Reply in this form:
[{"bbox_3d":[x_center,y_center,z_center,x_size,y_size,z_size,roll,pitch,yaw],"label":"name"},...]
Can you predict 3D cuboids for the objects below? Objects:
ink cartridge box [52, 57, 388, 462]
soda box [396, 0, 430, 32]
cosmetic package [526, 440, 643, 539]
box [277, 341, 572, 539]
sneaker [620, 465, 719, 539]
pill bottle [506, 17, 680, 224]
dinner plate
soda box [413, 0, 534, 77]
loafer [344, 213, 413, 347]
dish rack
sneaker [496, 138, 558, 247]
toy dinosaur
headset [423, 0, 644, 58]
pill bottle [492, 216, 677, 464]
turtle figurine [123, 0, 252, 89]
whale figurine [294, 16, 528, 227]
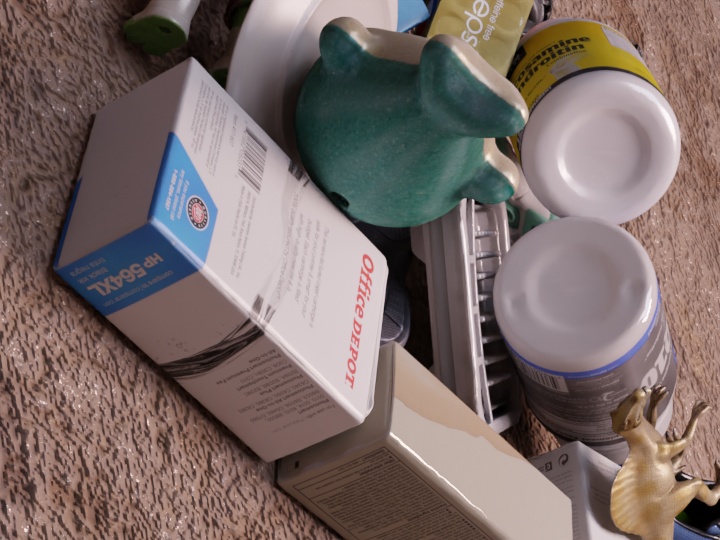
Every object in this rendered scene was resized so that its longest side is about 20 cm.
[{"bbox_3d":[-0.078,-0.003,1.410,0.200,0.084,0.147,46,34,-31],"label":"ink cartridge box"},{"bbox_3d":[-0.033,-0.249,1.662,0.068,0.064,0.201,-30,96,-25],"label":"soda box"},{"bbox_3d":[0.161,0.235,1.622,0.113,0.081,0.201,33,44,-43],"label":"cosmetic package"},{"bbox_3d":[0.045,0.142,1.493,0.200,0.094,0.078,44,35,-35],"label":"box"},{"bbox_3d":[0.258,0.213,1.782,0.200,0.089,0.079,48,35,-27],"label":"sneaker"},{"bbox_3d":[0.158,-0.115,1.668,0.112,0.112,0.200,53,10,-20],"label":"pill bottle"},{"bbox_3d":[-0.023,-0.132,1.531,0.200,0.024,0.201,-43,144,-42],"label":"dinner plate"},{"bbox_3d":[0.085,-0.192,1.702,0.067,0.064,0.201,26,63,-10],"label":"soda box"},{"bbox_3d":[0.000,0.000,1.576,0.071,0.063,0.201,20,40,-12],"label":"loafer"},{"bbox_3d":[0.073,0.026,1.598,0.200,0.043,0.173,-4,89,-77],"label":"dish rack"},{"bbox_3d":[0.108,-0.053,1.772,0.201,0.077,0.140,58,12,8],"label":"sneaker"},{"bbox_3d":[0.208,0.153,1.619,0.101,0.058,0.201,-34,120,-35],"label":"toy dinosaur"},{"bbox_3d":[0.131,-0.200,1.880,0.199,0.094,0.124,32,42,-27],"label":"headset"},{"bbox_3d":[0.163,0.056,1.641,0.200,0.113,0.115,64,17,-60],"label":"pill bottle"},{"bbox_3d":[-0.100,-0.216,1.547,0.144,0.198,0.195,59,43,-58],"label":"turtle figurine"},{"bbox_3d":[0.028,-0.086,1.436,0.159,0.200,0.104,42,74,-13],"label":"whale figurine"}]
